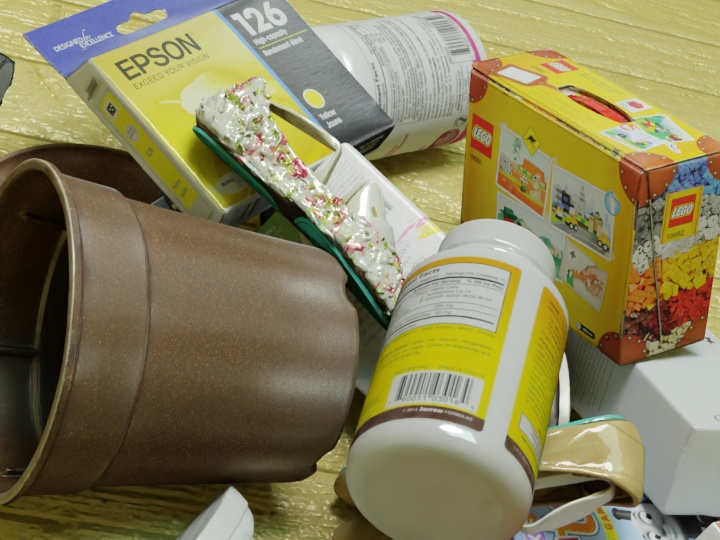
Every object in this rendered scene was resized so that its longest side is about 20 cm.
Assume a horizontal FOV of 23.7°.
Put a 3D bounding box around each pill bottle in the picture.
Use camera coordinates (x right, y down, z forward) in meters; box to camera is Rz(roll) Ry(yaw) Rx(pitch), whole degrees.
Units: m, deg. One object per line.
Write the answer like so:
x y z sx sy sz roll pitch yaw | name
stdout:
-0.001 -0.145 1.389 0.199 0.114 0.113 -14 49 -38 | pill bottle
0.064 0.063 1.030 0.109 0.109 0.200 21 46 -1 | pill bottle

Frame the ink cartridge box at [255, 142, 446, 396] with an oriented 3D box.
0.024 0.025 1.167 0.200 0.117 0.067 44 -1 11 | ink cartridge box

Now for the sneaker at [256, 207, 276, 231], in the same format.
0.000 0.000 1.237 0.200 0.080 0.077 43 41 21 | sneaker

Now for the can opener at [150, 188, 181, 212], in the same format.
-0.112 -0.046 1.216 0.067 0.053 0.200 57 40 -10 | can opener

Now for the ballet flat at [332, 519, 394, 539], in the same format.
0.042 0.208 1.001 0.068 0.063 0.200 -5 44 -28 | ballet flat

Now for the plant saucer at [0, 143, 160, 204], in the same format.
-0.181 -0.014 1.201 0.199 0.037 0.201 14 38 -11 | plant saucer

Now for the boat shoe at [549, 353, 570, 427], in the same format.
0.106 0.060 1.223 0.059 0.072 0.200 4 33 -9 | boat shoe

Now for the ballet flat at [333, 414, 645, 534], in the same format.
0.082 0.137 1.080 0.199 0.069 0.063 -12 57 5 | ballet flat

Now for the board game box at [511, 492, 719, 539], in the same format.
0.185 0.192 1.129 0.199 0.037 0.152 8 39 -16 | board game box

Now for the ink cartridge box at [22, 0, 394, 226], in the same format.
-0.102 -0.136 1.219 0.200 0.047 0.197 49 45 8 | ink cartridge box

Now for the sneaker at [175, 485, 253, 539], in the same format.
-0.071 0.212 0.962 0.115 0.074 0.200 39 27 -9 | sneaker

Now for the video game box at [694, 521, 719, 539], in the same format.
0.316 0.233 1.089 0.199 0.047 0.182 0 45 -46 | video game box

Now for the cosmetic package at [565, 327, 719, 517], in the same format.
0.215 0.088 1.205 0.101 0.072 0.200 4 26 -25 | cosmetic package

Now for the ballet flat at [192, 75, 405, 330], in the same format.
-0.026 -0.050 1.112 0.064 0.076 0.200 -43 84 -6 | ballet flat

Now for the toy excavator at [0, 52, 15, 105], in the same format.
-0.337 -0.095 1.178 0.100 0.201 0.194 24 -8 4 | toy excavator

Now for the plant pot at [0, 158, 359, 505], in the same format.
-0.120 0.049 1.040 0.197 0.201 0.201 9 38 -29 | plant pot

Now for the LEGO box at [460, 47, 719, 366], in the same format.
0.157 -0.049 1.203 0.077 0.150 0.200 -14 33 -28 | LEGO box
